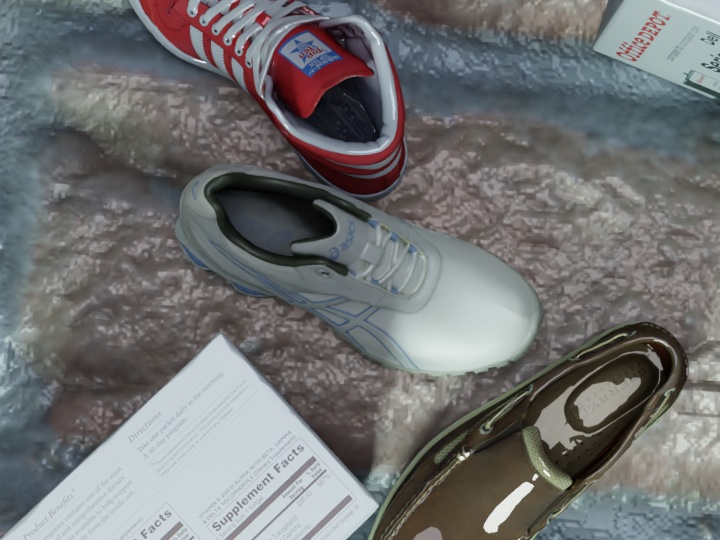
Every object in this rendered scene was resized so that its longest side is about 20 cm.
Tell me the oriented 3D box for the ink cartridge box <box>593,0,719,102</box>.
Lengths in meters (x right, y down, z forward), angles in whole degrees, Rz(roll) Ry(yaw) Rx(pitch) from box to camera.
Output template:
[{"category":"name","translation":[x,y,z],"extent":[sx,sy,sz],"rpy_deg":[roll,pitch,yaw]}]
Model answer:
[{"category":"ink cartridge box","translation":[0.229,-0.125,0.967],"extent":[0.199,0.147,0.083],"rpy_deg":[23,85,2]}]

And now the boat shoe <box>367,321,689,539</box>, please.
[{"category":"boat shoe","translation":[0.083,0.095,0.973],"extent":[0.202,0.075,0.075],"rpy_deg":[-43,87,-5]}]

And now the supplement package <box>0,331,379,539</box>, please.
[{"category":"supplement package","translation":[-0.102,0.140,0.922],"extent":[0.200,0.156,0.111],"rpy_deg":[-42,87,-5]}]

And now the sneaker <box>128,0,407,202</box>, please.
[{"category":"sneaker","translation":[-0.050,-0.121,0.973],"extent":[0.200,0.112,0.071],"rpy_deg":[43,84,3]}]

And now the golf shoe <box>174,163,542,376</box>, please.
[{"category":"golf shoe","translation":[0.000,0.000,0.971],"extent":[0.199,0.097,0.079],"rpy_deg":[18,82,-1]}]
